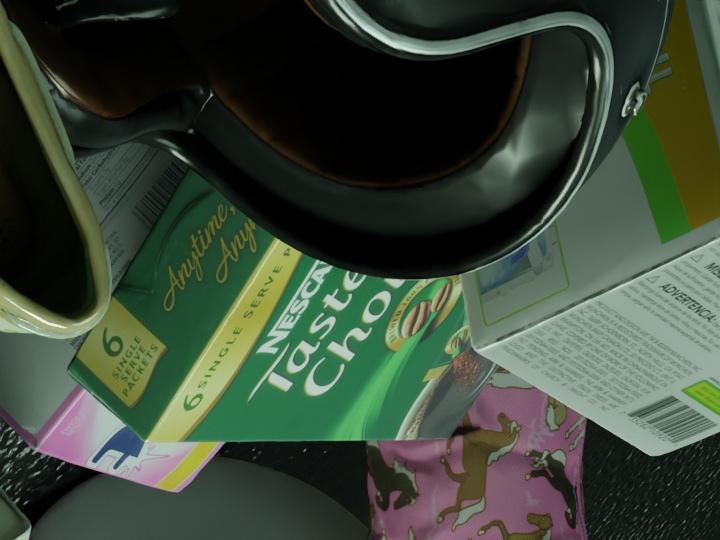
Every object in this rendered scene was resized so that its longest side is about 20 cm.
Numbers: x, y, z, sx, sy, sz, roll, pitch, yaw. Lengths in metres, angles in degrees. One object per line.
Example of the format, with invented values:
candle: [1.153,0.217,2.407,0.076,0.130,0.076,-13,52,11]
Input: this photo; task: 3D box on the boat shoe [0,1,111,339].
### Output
boat shoe: [-0.120,-0.070,0.706,0.073,0.063,0.200,-41,113,-14]

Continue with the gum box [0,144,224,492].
gum box: [-0.050,-0.017,1.018,0.200,0.066,0.113,-50,155,5]

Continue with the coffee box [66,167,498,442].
coffee box: [0.000,0.000,0.989,0.123,0.044,0.200,-56,153,15]

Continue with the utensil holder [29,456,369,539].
utensil holder: [-0.073,0.197,1.186,0.169,0.170,0.201,-27,146,-38]

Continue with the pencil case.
pencil case: [0.049,0.035,1.123,0.083,0.086,0.202,14,79,-46]

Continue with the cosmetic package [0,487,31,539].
cosmetic package: [-0.186,0.142,1.007,0.103,0.087,0.201,-27,149,-35]

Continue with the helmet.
helmet: [-0.005,-0.102,0.805,0.190,0.200,0.201,11,119,-48]

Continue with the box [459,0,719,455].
box: [0.090,-0.061,0.955,0.101,0.201,0.112,-26,145,27]
